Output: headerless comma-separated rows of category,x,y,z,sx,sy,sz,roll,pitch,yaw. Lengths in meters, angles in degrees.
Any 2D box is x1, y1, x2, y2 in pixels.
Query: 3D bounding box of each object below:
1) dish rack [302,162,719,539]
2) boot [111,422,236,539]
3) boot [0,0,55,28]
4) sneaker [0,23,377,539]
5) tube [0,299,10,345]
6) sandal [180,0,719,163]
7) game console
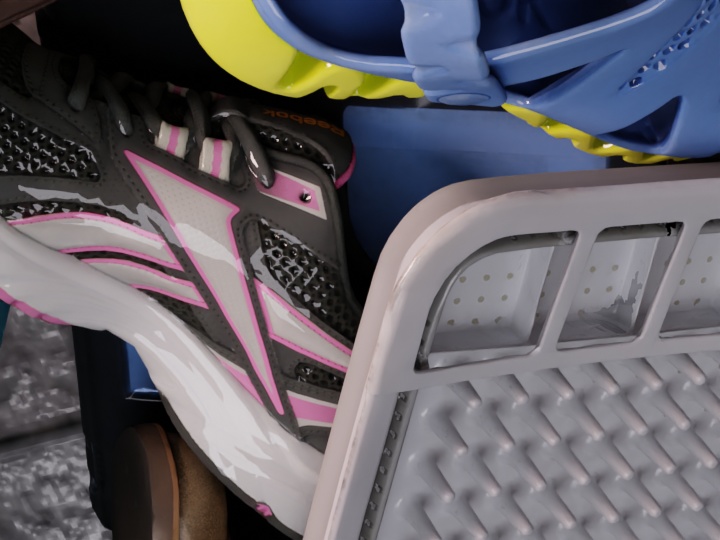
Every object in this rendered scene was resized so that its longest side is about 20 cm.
dish rack,0.056,0.053,0.764,0.171,0.044,0.201,-5,124,-32
boot,-0.035,0.106,0.842,0.075,0.074,0.200,-7,145,-2
boot,-0.108,-0.141,0.684,0.199,0.064,0.187,-30,106,-13
sneaker,-0.045,-0.021,0.758,0.086,0.080,0.200,-41,115,19
tube,-0.128,0.031,0.741,0.077,0.200,0.051,6,124,1
sandal,0.059,-0.068,0.690,0.199,0.087,0.080,-1,89,-27
game console,0.000,0.000,0.808,0.176,0.031,0.201,1,122,5
